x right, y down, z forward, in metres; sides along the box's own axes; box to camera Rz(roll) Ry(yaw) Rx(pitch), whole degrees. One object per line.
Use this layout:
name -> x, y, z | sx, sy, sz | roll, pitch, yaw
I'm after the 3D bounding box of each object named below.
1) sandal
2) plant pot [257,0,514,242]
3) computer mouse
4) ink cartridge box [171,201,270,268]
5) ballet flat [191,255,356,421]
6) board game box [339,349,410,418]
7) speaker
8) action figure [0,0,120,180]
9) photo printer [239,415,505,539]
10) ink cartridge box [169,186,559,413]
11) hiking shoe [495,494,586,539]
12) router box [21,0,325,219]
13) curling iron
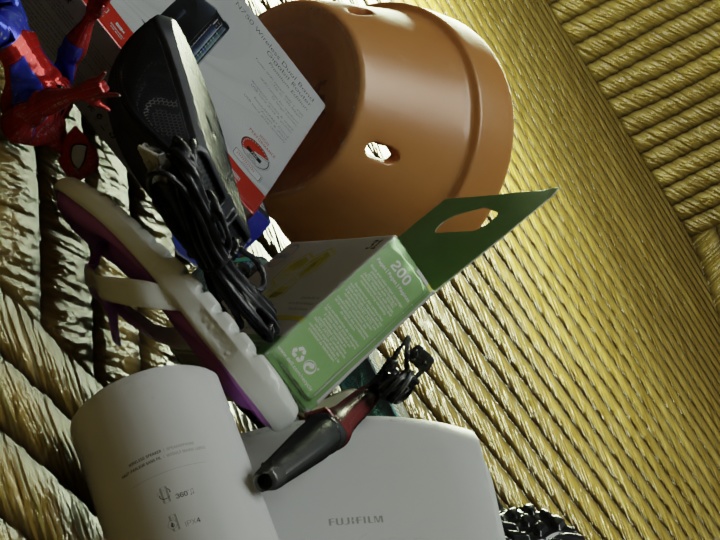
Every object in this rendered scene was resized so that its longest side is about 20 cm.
sandal -> -0.111, 0.019, 1.083 | 0.203, 0.050, 0.083 | 41, -13, 34
plant pot -> -0.013, -0.103, 1.442 | 0.140, 0.200, 0.201 | 19, 46, -51
computer mouse -> -0.102, -0.060, 1.105 | 0.201, 0.052, 0.139 | -108, 175, -48
ink cartridge box -> -0.109, -0.088, 1.357 | 0.099, 0.039, 0.201 | 38, 31, -61
ballet flat -> -0.037, 0.077, 1.278 | 0.201, 0.074, 0.074 | 59, 16, -22
board game box -> 0.010, 0.088, 1.409 | 0.136, 0.028, 0.200 | 64, 1, 9
speaker -> -0.073, 0.145, 0.980 | 0.081, 0.081, 0.201 | 39, 23, -58
action figure -> -0.176, -0.144, 1.101 | 0.201, 0.099, 0.065 | 64, 33, -12
photo printer -> -0.002, 0.160, 1.085 | 0.201, 0.165, 0.070 | -99, -170, -45
ink cartridge box -> 0.000, 0.000, 1.180 | 0.048, 0.200, 0.145 | 53, -21, -15
hiking shoe -> 0.053, 0.169, 1.218 | 0.200, 0.075, 0.101 | 32, -58, 54
router box -> -0.120, -0.135, 1.267 | 0.200, 0.049, 0.180 | 51, 26, -13
curling iron -> -0.012, 0.075, 1.067 | 0.026, 0.050, 0.200 | 43, 26, 9
